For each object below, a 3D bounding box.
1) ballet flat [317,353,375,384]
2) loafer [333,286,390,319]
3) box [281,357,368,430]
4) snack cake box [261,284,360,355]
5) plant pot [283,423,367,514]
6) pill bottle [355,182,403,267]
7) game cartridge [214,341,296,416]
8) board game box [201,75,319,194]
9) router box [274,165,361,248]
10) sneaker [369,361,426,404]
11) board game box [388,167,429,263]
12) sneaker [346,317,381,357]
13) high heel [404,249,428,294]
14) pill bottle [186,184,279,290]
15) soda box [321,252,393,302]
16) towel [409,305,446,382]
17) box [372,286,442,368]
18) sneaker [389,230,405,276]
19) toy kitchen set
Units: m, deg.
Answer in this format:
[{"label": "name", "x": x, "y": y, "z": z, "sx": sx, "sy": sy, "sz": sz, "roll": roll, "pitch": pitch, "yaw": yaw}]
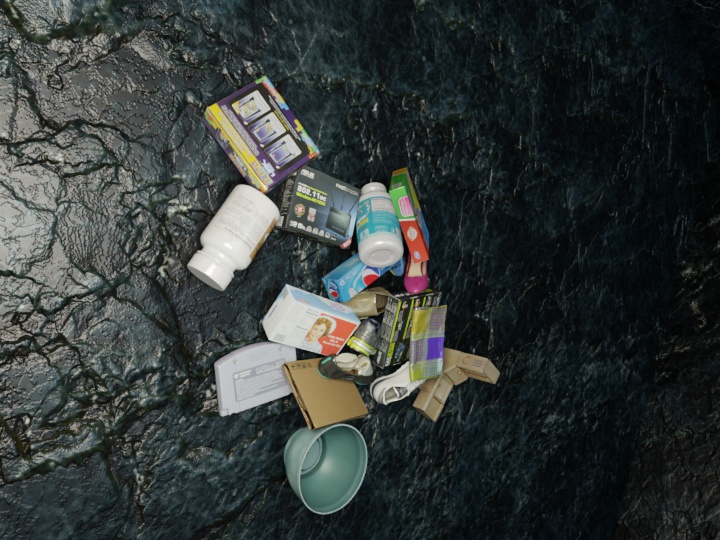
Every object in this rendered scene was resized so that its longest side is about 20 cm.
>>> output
[{"label": "ballet flat", "x": -0.016, "y": 0.237, "z": 1.323, "sx": 0.199, "sy": 0.068, "sz": 0.068, "roll": 16, "pitch": 125, "yaw": -47}, {"label": "loafer", "x": 0.010, "y": 0.085, "z": 1.396, "sx": 0.198, "sy": 0.067, "sz": 0.077, "roll": -19, "pitch": 106, "yaw": -38}, {"label": "box", "x": -0.079, "y": 0.281, "z": 1.275, "sx": 0.199, "sy": 0.021, "sz": 0.165, "roll": 5, "pitch": 50, "yaw": -54}, {"label": "snack cake box", "x": -0.113, "y": 0.121, "z": 1.262, "sx": 0.198, "sy": 0.067, "sz": 0.116, "roll": 23, "pitch": 110, "yaw": -38}, {"label": "plant pot", "x": -0.100, "y": 0.448, "z": 1.290, "sx": 0.198, "sy": 0.133, "sz": 0.204, "roll": -5, "pitch": 97, "yaw": -41}, {"label": "pill bottle", "x": 0.042, "y": -0.118, "z": 1.345, "sx": 0.110, "sy": 0.110, "sz": 0.203, "roll": 24, "pitch": 47, "yaw": -39}, {"label": "game cartridge", "x": -0.232, "y": 0.233, "z": 1.224, "sx": 0.198, "sy": 0.040, "sz": 0.136, "roll": -10, "pitch": 104, "yaw": -40}, {"label": "board game box", "x": -0.207, "y": -0.283, "z": 1.149, "sx": 0.165, "sy": 0.057, "sz": 0.201, "roll": -40, "pitch": 99, "yaw": -29}, {"label": "router box", "x": -0.098, "y": -0.147, "z": 1.286, "sx": 0.198, "sy": 0.062, "sz": 0.152, "roll": 16, "pitch": 82, "yaw": -40}, {"label": "sneaker", "x": 0.125, "y": 0.306, "z": 1.476, "sx": 0.198, "sy": 0.080, "sz": 0.077, "roll": -27, "pitch": 104, "yaw": -18}, {"label": "board game box", "x": 0.127, "y": -0.142, "z": 1.386, "sx": 0.154, "sy": 0.040, "sz": 0.202, "roll": -76, "pitch": 148, "yaw": -61}, {"label": "sneaker", "x": 0.022, "y": 0.161, "z": 1.348, "sx": 0.073, "sy": 0.200, "sz": 0.082, "roll": 32, "pitch": 92, "yaw": 4}, {"label": "high heel", "x": 0.147, "y": -0.019, "z": 1.457, "sx": 0.201, "sy": 0.066, "sz": 0.097, "roll": -80, "pitch": 164, "yaw": -61}, {"label": "pill bottle", "x": -0.262, "y": -0.065, "z": 1.119, "sx": 0.114, "sy": 0.114, "sz": 0.202, "roll": 44, "pitch": 66, "yaw": -34}, {"label": "soda box", "x": 0.000, "y": 0.000, "z": 1.380, "sx": 0.199, "sy": 0.067, "sz": 0.065, "roll": -37, "pitch": 116, "yaw": -32}, {"label": "towel", "x": 0.182, "y": 0.193, "z": 1.457, "sx": 0.142, "sy": 0.023, "sz": 0.204, "roll": 4, "pitch": 92, "yaw": -46}, {"label": "box", "x": 0.129, "y": 0.151, "z": 1.471, "sx": 0.191, "sy": 0.047, "sz": 0.203, "roll": -7, "pitch": 116, "yaw": -44}, {"label": "sneaker", "x": 0.102, "y": -0.083, "z": 1.457, "sx": 0.082, "sy": 0.070, "sz": 0.203, "roll": -17, "pitch": 106, "yaw": -40}, {"label": "toy kitchen set", "x": 0.250, "y": 0.317, "z": 1.550, "sx": 0.163, "sy": 0.179, "sz": 0.201, "roll": 45, "pitch": 67, "yaw": -32}]
